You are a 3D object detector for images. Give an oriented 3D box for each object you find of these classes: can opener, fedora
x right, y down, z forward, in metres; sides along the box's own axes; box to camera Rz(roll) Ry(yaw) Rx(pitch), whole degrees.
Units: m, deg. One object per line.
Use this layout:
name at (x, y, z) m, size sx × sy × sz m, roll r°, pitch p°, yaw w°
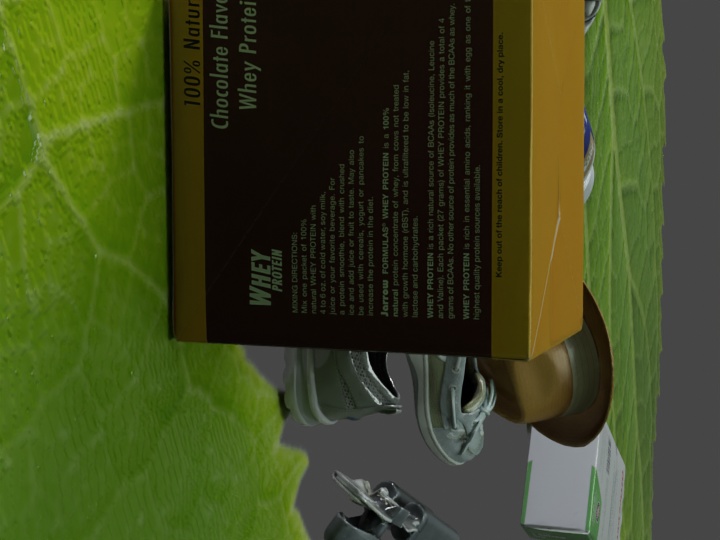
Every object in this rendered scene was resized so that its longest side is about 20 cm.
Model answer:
can opener at (0.018, 0.196, 1.009) m, size 0.067 × 0.053 × 0.200 m, roll -52°, pitch 153°, yaw -5°
fedora at (0.139, 0.071, 1.202) m, size 0.081 × 0.200 × 0.204 m, roll -19°, pitch 114°, yaw -29°

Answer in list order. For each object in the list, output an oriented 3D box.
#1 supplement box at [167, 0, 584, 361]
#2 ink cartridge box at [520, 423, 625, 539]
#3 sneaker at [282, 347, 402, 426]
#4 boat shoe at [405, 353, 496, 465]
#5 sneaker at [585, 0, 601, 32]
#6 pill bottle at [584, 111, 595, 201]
supplement box at (0.012, -0.062, 0.736) m, size 0.133 × 0.197 × 0.201 m, roll -11°, pitch 102°, yaw -69°
ink cartridge box at (0.254, 0.263, 1.588) m, size 0.200 × 0.083 × 0.148 m, roll 56°, pitch 40°, yaw -58°
sneaker at (0.000, 0.000, 0.876) m, size 0.075 × 0.081 × 0.203 m, roll -1°, pitch 92°, yaw -70°
boat shoe at (0.082, 0.087, 1.131) m, size 0.075 × 0.064 × 0.204 m, roll -64°, pitch 150°, yaw -47°
sneaker at (0.138, -0.268, 1.158) m, size 0.077 × 0.144 × 0.205 m, roll 52°, pitch 42°, yaw -57°
pill bottle at (0.156, -0.128, 1.253) m, size 0.200 × 0.114 × 0.117 m, roll 51°, pitch 45°, yaw -61°
